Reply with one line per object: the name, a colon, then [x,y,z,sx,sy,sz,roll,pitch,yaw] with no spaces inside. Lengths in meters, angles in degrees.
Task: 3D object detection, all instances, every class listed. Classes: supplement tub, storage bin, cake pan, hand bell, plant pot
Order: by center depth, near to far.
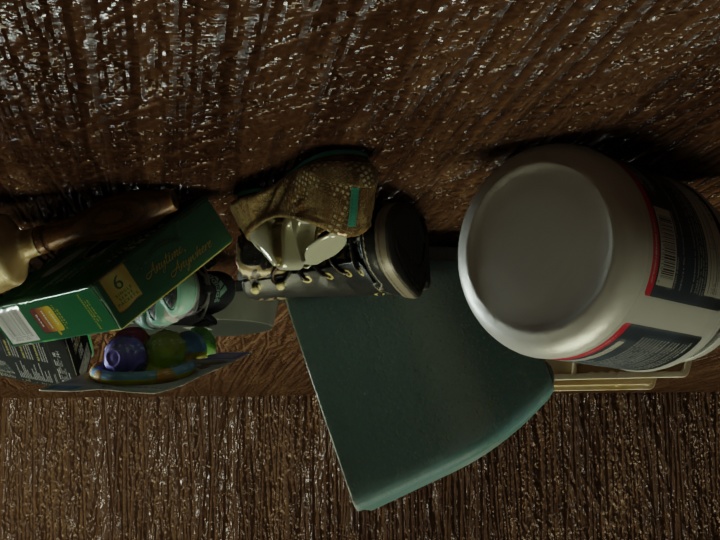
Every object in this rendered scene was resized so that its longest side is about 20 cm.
supplement tub: [0.172,-0.004,1.064,0.140,0.141,0.200,-7,169,36]
hand bell: [-0.228,-0.026,1.144,0.199,0.105,0.104,-16,169,10]
plant pot: [0.064,0.090,1.388,0.199,0.197,0.196,-19,171,2]
cake pan: [-0.182,0.046,1.710,0.199,0.037,0.200,-1,171,0]
storage bin: [0.296,0.096,1.907,0.197,0.094,0.200,-1,171,-1]

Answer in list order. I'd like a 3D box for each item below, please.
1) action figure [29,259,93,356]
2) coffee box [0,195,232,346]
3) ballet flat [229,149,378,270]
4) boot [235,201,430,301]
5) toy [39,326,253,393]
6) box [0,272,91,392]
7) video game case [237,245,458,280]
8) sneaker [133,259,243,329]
action figure: [-0.298,0.029,1.482,0.117,0.055,0.200,19,161,-10]
coffee box: [-0.197,0.005,1.192,0.123,0.044,0.200,-41,-163,-33]
ballet flat: [-0.045,-0.034,1.090,0.070,0.066,0.200,2,171,-20]
boot: [-0.024,-0.012,1.226,0.150,0.074,0.200,-3,180,9]
toy: [-0.190,0.074,1.402,0.114,0.048,0.200,-1,-177,21]
box: [-0.337,0.049,1.428,0.159,0.044,0.200,12,158,1]
video game case: [0.000,0.000,1.469,0.199,0.024,0.182,2,171,-18]
sneaker: [-0.151,0.014,1.403,0.139,0.078,0.200,2,-179,-30]
